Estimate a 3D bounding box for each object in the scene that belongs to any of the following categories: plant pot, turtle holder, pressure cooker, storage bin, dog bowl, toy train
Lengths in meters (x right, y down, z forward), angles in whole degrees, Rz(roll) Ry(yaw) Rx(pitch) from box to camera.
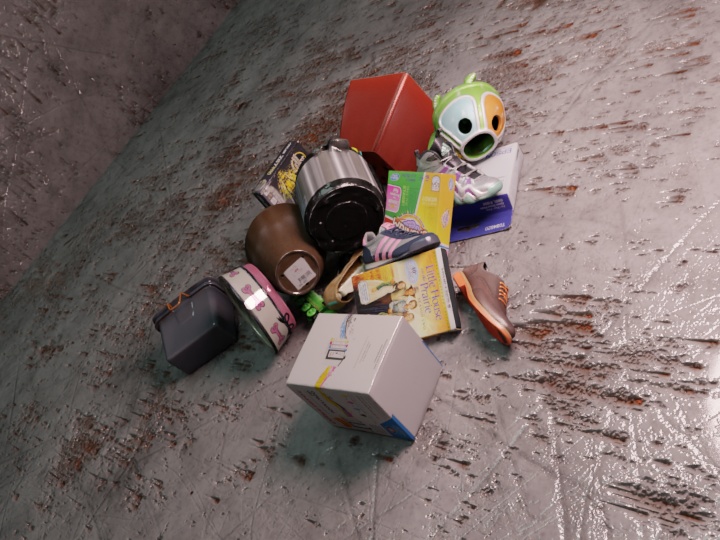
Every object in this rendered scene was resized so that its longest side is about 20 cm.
[{"bbox_3d":[0.063,-0.311,1.597,0.197,0.199,0.180,10,71,49],"label":"plant pot"},{"bbox_3d":[0.206,-0.290,1.400,0.181,0.142,0.134,-18,53,8],"label":"turtle holder"},{"bbox_3d":[-0.048,-0.161,1.426,0.175,0.178,0.202,-39,39,14],"label":"pressure cooker"},{"bbox_3d":[-0.384,0.133,1.618,0.198,0.146,0.136,-35,45,10],"label":"storage bin"},{"bbox_3d":[-0.211,0.074,1.454,0.073,0.202,0.199,-38,33,-14],"label":"dog bowl"},{"bbox_3d":[-0.145,-0.026,1.460,0.186,0.188,0.200,-41,23,1],"label":"plant pot"},{"bbox_3d":[-0.088,0.084,1.451,0.056,0.042,0.199,-37,34,-11],"label":"toy train"}]

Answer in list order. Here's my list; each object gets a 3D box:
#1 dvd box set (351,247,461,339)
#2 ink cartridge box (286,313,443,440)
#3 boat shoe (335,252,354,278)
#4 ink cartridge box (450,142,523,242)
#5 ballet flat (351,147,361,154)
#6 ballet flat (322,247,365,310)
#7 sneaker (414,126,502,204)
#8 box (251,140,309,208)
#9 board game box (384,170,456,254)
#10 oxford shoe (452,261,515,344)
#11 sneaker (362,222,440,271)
[{"bbox_3d":[0.080,0.057,1.257,0.196,0.029,0.151,-17,77,31],"label":"dvd box set"},{"bbox_3d":[0.006,0.175,1.167,0.197,0.148,0.147,-2,51,43],"label":"ink cartridge box"},{"bbox_3d":[-0.022,-0.045,1.493,0.072,0.068,0.203,-9,47,38],"label":"boat shoe"},{"bbox_3d":[0.222,-0.152,1.389,0.196,0.041,0.203,-13,45,36],"label":"ink cartridge box"},{"bbox_3d":[-0.043,-0.183,1.556,0.065,0.204,0.067,-1,36,-16],"label":"ballet flat"},{"bbox_3d":[0.000,0.000,1.406,0.200,0.068,0.072,-47,17,-25],"label":"ballet flat"},{"bbox_3d":[0.176,-0.204,1.322,0.197,0.143,0.077,4,25,43],"label":"sneaker"},{"bbox_3d":[-0.144,-0.176,1.636,0.049,0.201,0.163,11,59,49],"label":"box"},{"bbox_3d":[0.109,-0.086,1.333,0.151,0.040,0.206,11,99,50],"label":"board game box"},{"bbox_3d":[0.219,0.046,1.162,0.072,0.072,0.201,-32,35,4],"label":"oxford shoe"},{"bbox_3d":[0.067,-0.055,1.297,0.198,0.069,0.084,-19,80,48],"label":"sneaker"}]
